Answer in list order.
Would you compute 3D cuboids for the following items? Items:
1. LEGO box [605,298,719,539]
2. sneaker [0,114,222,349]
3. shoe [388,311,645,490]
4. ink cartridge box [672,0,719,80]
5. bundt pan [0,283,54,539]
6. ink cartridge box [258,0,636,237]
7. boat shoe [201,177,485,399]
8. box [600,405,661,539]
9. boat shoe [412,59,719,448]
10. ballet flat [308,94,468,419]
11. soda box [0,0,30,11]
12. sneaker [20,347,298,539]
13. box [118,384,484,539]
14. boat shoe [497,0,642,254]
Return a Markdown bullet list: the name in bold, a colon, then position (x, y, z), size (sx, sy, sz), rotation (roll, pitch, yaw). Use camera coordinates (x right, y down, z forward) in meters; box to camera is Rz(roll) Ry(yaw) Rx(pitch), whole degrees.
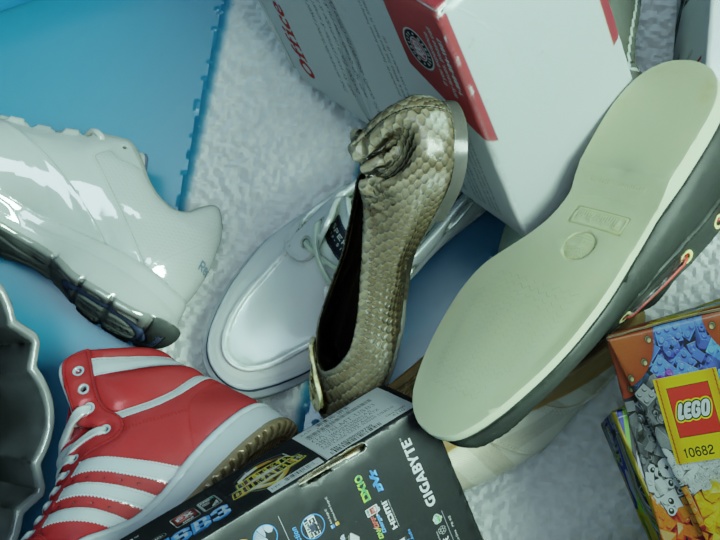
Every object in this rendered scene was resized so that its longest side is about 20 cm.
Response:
- **LEGO box**: position (0.214, 0.075, 0.678), size (0.200, 0.077, 0.149), rotation (-13, 87, -44)
- **sneaker**: position (-0.163, -0.041, 0.808), size (0.200, 0.075, 0.087), rotation (34, 70, 1)
- **shoe**: position (0.058, 0.070, 0.784), size (0.200, 0.053, 0.070), rotation (-29, 45, -8)
- **ink cartridge box**: position (0.200, -0.124, 0.780), size (0.068, 0.116, 0.201), rotation (5, 78, 4)
- **bundt pan**: position (-0.255, 0.077, 0.741), size (0.201, 0.076, 0.202), rotation (2, 86, -35)
- **ink cartridge box**: position (0.028, -0.128, 0.728), size (0.083, 0.147, 0.200), rotation (-40, 46, -11)
- **boat shoe**: position (-0.006, -0.014, 0.790), size (0.200, 0.067, 0.074), rotation (-44, 80, -7)
- **box**: position (0.187, 0.153, 0.748), size (0.064, 0.070, 0.200), rotation (-22, 79, 0)
- **boat shoe**: position (0.103, 0.002, 0.676), size (0.201, 0.063, 0.074), rotation (-51, 41, -8)
- **ballet flat**: position (0.000, 0.000, 0.699), size (0.046, 0.200, 0.067), rotation (0, 49, -19)
- **soda box**: position (-0.232, -0.173, 0.828), size (0.200, 0.068, 0.064), rotation (-19, 78, -2)
- **sneaker**: position (-0.135, 0.110, 0.734), size (0.112, 0.071, 0.200), rotation (30, 47, 28)
- **box**: position (-0.024, 0.186, 0.692), size (0.198, 0.050, 0.200), rotation (-29, 109, -18)
- **boat shoe**: position (0.119, -0.065, 0.789), size (0.060, 0.072, 0.202), rotation (18, 67, -4)
